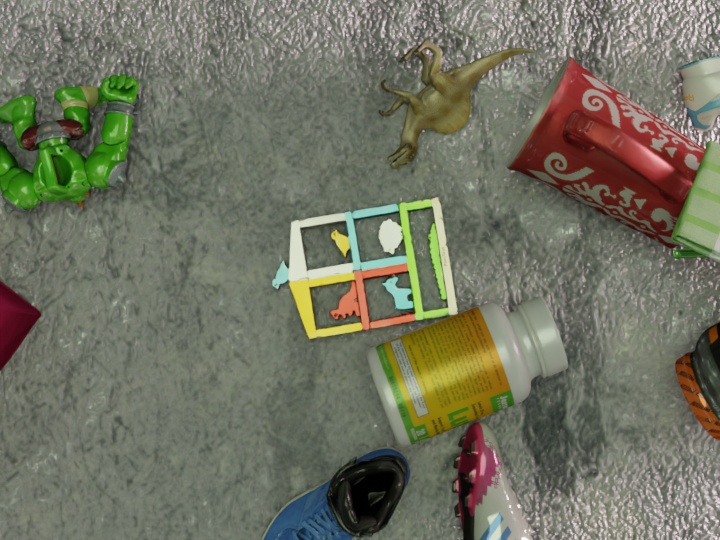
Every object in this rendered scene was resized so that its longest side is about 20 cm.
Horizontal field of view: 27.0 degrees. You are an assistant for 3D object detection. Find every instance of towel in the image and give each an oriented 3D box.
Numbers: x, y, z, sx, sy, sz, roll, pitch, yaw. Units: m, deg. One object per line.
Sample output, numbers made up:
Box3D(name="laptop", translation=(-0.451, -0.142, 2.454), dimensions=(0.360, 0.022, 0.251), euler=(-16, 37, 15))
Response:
Box3D(name="towel", translation=(0.417, -0.038, 1.493), dimensions=(0.198, 0.031, 0.150), euler=(25, 52, 7))

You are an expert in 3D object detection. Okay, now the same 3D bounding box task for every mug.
Box3D(name="mug", translation=(0.268, -0.108, 1.577), dimensions=(0.198, 0.178, 0.134), euler=(30, 120, -2))

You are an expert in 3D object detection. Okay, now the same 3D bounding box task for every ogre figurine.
Box3D(name="ogre figurine", translation=(-0.331, -0.132, 1.627), dimensions=(0.197, 0.098, 0.122), euler=(-9, 75, -10))

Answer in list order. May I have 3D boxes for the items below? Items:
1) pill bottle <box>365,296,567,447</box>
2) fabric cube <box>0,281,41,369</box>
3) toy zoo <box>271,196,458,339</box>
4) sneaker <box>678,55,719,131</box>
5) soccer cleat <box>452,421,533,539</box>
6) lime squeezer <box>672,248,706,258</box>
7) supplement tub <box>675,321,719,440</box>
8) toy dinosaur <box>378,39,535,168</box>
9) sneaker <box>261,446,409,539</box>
Box3D(name="pill bottle", translation=(0.114, 0.101, 1.592), dimensions=(0.198, 0.111, 0.112), euler=(-21, 86, 1))
Box3D(name="fabric cube", translation=(-0.486, 0.066, 1.569), dimensions=(0.195, 0.199, 0.201), euler=(34, 88, 2))
Box3D(name="toy zoo", translation=(0.000, 0.000, 1.647), dimensions=(0.197, 0.020, 0.133), euler=(-10, 87, 1))
Box3D(name="sneaker", translation=(0.448, -0.201, 1.624), dimensions=(0.197, 0.077, 0.082), euler=(-9, 95, 7))
Box3D(name="soccer cleat", translation=(0.146, 0.264, 1.612), dimensions=(0.085, 0.070, 0.203), euler=(1, 89, -14))
Box3D(name="lime squeezer", translation=(0.435, -0.030, 1.595), dimensions=(0.197, 0.071, 0.038), euler=(-8, 62, 20))
Box3D(name="supplement tub", translation=(0.436, 0.089, 1.558), dimensions=(0.199, 0.122, 0.123), euler=(-33, 86, 22))
Box3D(name="toy dinosaur", translation=(0.089, -0.203, 1.648), dimensions=(0.200, 0.058, 0.101), euler=(-43, 101, 7))
Box3D(name="sneaker", translation=(-0.032, 0.261, 1.588), dimensions=(0.199, 0.111, 0.077), euler=(-35, 87, 0))
